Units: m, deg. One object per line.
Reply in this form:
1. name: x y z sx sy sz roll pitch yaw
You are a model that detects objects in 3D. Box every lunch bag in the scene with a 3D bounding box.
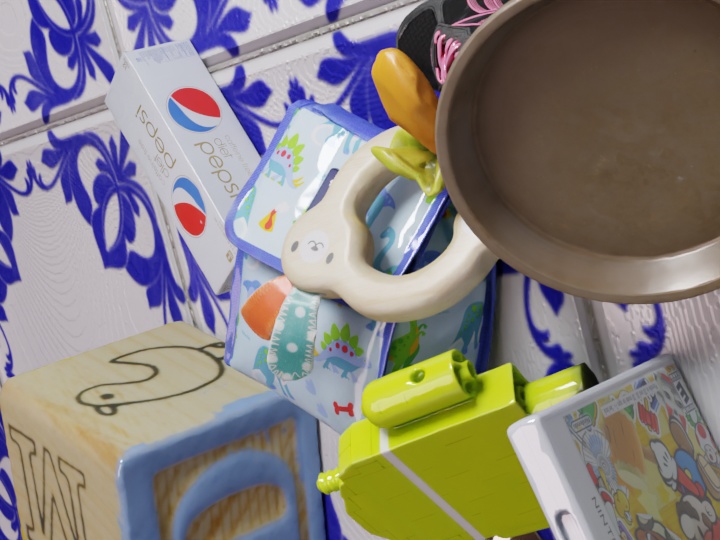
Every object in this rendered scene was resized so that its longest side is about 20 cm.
1. lunch bag: 0.000 0.000 0.999 0.170 0.127 0.200 28 117 41

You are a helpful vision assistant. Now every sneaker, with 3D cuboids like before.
1. sneaker: 0.075 -0.125 0.857 0.200 0.095 0.079 15 120 51

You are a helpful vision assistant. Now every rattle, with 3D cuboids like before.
1. rattle: -0.018 -0.024 0.858 0.200 0.143 0.130 -24 75 19

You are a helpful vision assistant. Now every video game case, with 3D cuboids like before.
1. video game case: 0.164 0.144 0.780 0.023 0.200 0.182 -29 81 30

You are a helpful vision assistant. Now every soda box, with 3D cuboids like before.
1. soda box: -0.126 -0.084 1.174 0.200 0.064 0.068 59 144 18

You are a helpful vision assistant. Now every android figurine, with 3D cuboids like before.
1. android figurine: 0.069 0.119 0.919 0.200 0.182 0.041 -24 43 26

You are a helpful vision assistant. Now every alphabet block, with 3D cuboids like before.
1. alphabet block: -0.164 0.180 1.240 0.200 0.195 0.197 20 120 46

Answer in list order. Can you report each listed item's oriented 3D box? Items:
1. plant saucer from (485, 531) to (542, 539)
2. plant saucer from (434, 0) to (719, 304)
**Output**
1. plant saucer: 0.082 0.251 1.077 0.200 0.034 0.201 26 125 45
2. plant saucer: 0.139 -0.069 0.767 0.200 0.029 0.200 7 127 10
